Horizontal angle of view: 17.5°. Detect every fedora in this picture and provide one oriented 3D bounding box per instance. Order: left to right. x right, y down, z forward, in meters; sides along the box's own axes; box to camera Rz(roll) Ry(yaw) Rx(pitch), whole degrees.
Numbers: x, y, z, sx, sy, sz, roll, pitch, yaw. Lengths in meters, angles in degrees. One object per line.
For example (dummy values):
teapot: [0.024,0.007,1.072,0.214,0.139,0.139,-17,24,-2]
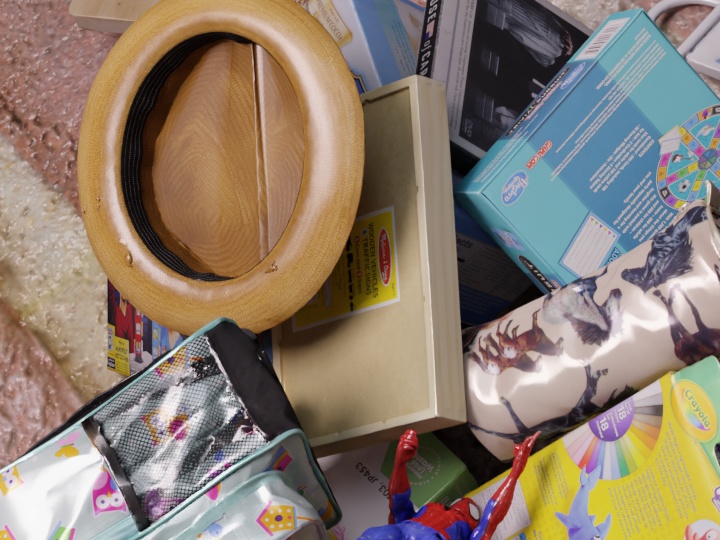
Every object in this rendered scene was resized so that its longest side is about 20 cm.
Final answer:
fedora: [-0.068,-0.062,1.337,0.199,0.082,0.202,0,90,25]

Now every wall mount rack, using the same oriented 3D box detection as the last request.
wall mount rack: [0.250,-0.141,1.479,0.199,0.075,0.174,24,54,31]

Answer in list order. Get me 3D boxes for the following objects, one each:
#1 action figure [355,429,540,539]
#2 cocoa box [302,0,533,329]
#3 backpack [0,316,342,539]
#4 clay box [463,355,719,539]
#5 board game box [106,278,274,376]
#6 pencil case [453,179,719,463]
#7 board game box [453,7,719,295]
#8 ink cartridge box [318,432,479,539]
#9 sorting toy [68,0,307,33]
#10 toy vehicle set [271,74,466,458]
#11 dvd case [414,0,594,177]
action figure: [0.035,0.127,1.258,0.065,0.200,0.100,22,99,17]
cocoa box: [0.016,-0.062,1.472,0.131,0.133,0.201,-42,48,29]
backpack: [-0.112,0.145,1.256,0.199,0.176,0.154,-25,67,-4]
clay box: [0.152,0.138,1.296,0.200,0.047,0.116,-34,64,38]
board game box: [-0.104,-0.028,1.463,0.061,0.200,0.202,0,94,-23]
pencil case: [0.136,0.034,1.310,0.199,0.078,0.090,-28,58,23]
board game box: [0.174,-0.030,1.388,0.151,0.200,0.047,-47,16,-12]
ink cartridge box: [-0.034,0.167,1.410,0.200,0.067,0.117,-43,55,-9]
sorting toy: [-0.079,-0.237,1.681,0.197,0.070,0.201,8,63,25]
toy vehicle set: [0.000,0.000,1.350,0.124,0.026,0.202,-16,70,39]
dvd case: [0.118,-0.097,1.447,0.025,0.199,0.151,-32,38,44]
